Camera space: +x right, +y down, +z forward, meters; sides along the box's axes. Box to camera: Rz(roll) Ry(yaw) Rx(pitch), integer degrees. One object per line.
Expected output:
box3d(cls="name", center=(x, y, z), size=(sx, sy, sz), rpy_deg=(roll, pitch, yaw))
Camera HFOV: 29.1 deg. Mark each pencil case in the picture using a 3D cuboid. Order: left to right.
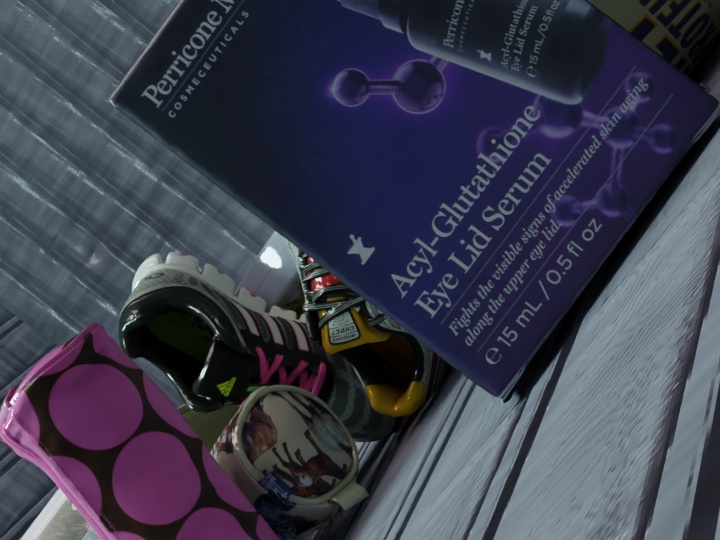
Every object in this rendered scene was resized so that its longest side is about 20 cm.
box3d(cls="pencil case", center=(-0.115, 0.129, 0.754), size=(0.094, 0.200, 0.091), rpy_deg=(-38, -5, -40))
box3d(cls="pencil case", center=(-0.072, 0.164, 0.856), size=(0.078, 0.090, 0.200), rpy_deg=(-13, -34, -41))

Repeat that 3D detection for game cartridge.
box3d(cls="game cartridge", center=(-0.024, 0.000, 0.949), size=(0.133, 0.041, 0.200), rpy_deg=(-4, -44, -53))

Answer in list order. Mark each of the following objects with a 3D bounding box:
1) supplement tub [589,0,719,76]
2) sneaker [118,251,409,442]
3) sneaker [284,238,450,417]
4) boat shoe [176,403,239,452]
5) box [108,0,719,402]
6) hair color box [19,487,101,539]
box3d(cls="supplement tub", center=(0.085, -0.109, 0.703), size=(0.200, 0.145, 0.145), rpy_deg=(-55, 0, 4))
box3d(cls="sneaker", center=(-0.066, 0.060, 0.862), size=(0.074, 0.199, 0.087), rpy_deg=(-65, -5, 28))
box3d(cls="sneaker", center=(0.000, 0.000, 0.794), size=(0.078, 0.200, 0.082), rpy_deg=(-14, 33, 33))
box3d(cls="boat shoe", center=(-0.056, 0.105, 0.946), size=(0.199, 0.075, 0.069), rpy_deg=(-17, -34, -26))
box3d(cls="box", center=(0.021, -0.066, 0.583), size=(0.148, 0.200, 0.104), rpy_deg=(-54, 0, 3))
box3d(cls="hair color box", center=(-0.161, 0.227, 0.959), size=(0.099, 0.060, 0.200), rpy_deg=(-54, -34, -24))
